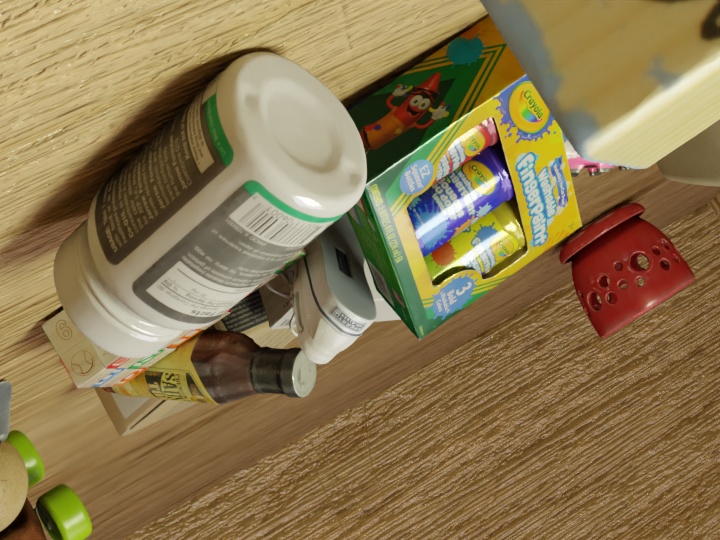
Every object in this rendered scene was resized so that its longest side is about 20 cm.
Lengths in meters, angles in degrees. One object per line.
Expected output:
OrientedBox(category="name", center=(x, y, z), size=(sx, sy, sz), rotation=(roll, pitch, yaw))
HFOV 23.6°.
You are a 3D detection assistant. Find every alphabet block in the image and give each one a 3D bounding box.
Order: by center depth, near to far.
OrientedBox(category="alphabet block", center=(0.162, -0.185, 0.876), size=(0.199, 0.196, 0.196), rotation=(-35, 173, 17))

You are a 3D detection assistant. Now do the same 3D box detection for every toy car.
OrientedBox(category="toy car", center=(-0.344, 0.181, 1.501), size=(0.163, 0.158, 0.201), rotation=(-31, 144, -26))

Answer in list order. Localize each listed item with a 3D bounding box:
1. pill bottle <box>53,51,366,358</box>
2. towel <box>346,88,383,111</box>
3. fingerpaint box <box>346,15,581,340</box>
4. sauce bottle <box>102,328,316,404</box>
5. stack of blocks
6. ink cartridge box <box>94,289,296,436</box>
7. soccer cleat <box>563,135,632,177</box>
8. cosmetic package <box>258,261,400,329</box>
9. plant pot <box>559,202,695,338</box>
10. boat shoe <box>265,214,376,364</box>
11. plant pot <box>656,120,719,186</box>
OrientedBox(category="pill bottle", center=(-0.098, -0.034, 1.068), size=(0.200, 0.114, 0.113), rotation=(-37, 170, 34))
OrientedBox(category="towel", center=(0.077, -0.127, 1.347), size=(0.199, 0.024, 0.145), rotation=(-31, 147, -13))
OrientedBox(category="fingerpaint box", center=(0.074, -0.067, 1.315), size=(0.166, 0.073, 0.201), rotation=(-34, 142, -11))
OrientedBox(category="sauce bottle", center=(-0.133, 0.080, 1.454), size=(0.198, 0.067, 0.066), rotation=(2, -170, 30))
OrientedBox(category="stack of blocks", center=(-0.143, 0.015, 1.377), size=(0.199, 0.059, 0.115), rotation=(-34, 172, 7))
OrientedBox(category="ink cartridge box", center=(-0.136, 0.060, 1.610), size=(0.164, 0.076, 0.200), rotation=(-21, 167, -46))
OrientedBox(category="soccer cleat", center=(0.166, -0.122, 1.455), size=(0.198, 0.087, 0.070), rotation=(-5, 180, -17))
OrientedBox(category="cosmetic package", center=(0.000, 0.000, 1.549), size=(0.198, 0.083, 0.051), rotation=(-4, 153, -37))
OrientedBox(category="plant pot", center=(0.463, -0.006, 3.042), size=(0.199, 0.184, 0.201), rotation=(-31, 171, -5))
OrientedBox(category="boat shoe", center=(-0.036, 0.015, 1.433), size=(0.086, 0.074, 0.203), rotation=(-49, -154, 20))
OrientedBox(category="plant pot", center=(0.355, -0.190, 1.624), size=(0.199, 0.202, 0.177), rotation=(-27, -177, -29))
